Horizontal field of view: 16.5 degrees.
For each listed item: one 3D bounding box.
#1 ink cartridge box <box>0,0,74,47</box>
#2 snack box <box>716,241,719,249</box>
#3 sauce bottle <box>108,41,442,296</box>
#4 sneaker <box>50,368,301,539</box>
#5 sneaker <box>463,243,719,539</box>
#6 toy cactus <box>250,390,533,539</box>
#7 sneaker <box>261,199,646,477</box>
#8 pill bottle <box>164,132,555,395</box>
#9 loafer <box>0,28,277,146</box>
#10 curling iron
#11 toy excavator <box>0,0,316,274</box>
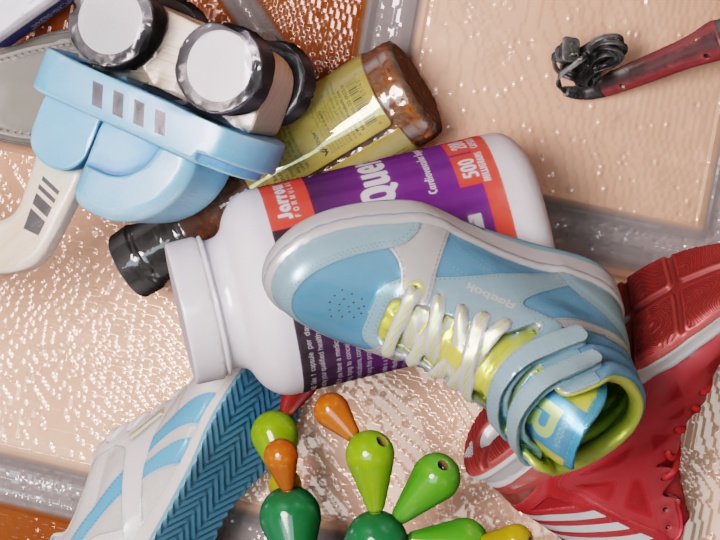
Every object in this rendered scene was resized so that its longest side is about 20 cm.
[{"bbox_3d":[-0.177,-0.260,1.376,0.196,0.043,0.201,-32,86,15],"label":"ink cartridge box"},{"bbox_3d":[0.302,-0.041,1.268,0.168,0.068,0.201,34,124,9],"label":"snack box"},{"bbox_3d":[-0.051,-0.053,1.383,0.199,0.066,0.066,-29,87,13],"label":"sauce bottle"},{"bbox_3d":[-0.104,0.103,1.401,0.081,0.076,0.201,34,89,37],"label":"sneaker"},{"bbox_3d":[0.162,0.074,1.331,0.200,0.079,0.115,-36,117,27],"label":"sneaker"},{"bbox_3d":[-0.007,0.162,1.339,0.200,0.102,0.165,41,89,16],"label":"toy cactus"},{"bbox_3d":[0.054,0.037,1.213,0.198,0.131,0.080,9,123,-20],"label":"sneaker"},{"bbox_3d":[0.000,0.000,1.324,0.198,0.112,0.113,-13,91,-7],"label":"pill bottle"},{"bbox_3d":[-0.140,-0.106,1.397,0.198,0.070,0.071,-7,92,13],"label":"loafer"},{"bbox_3d":[0.184,-0.122,1.304,0.199,0.049,0.026,-12,70,35],"label":"curling iron"},{"bbox_3d":[-0.145,-0.057,1.313,0.193,0.100,0.201,23,95,14],"label":"toy excavator"}]
